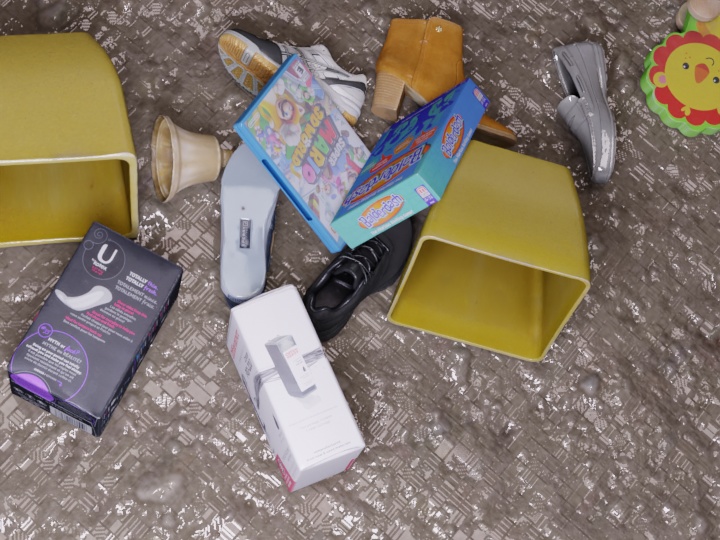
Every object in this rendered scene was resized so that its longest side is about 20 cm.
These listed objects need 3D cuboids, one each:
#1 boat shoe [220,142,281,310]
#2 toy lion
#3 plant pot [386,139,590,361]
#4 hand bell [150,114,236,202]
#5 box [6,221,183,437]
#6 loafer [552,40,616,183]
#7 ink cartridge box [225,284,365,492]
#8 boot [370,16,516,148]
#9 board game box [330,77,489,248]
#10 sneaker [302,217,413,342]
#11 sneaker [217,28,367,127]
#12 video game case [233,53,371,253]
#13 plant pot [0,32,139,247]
[{"bbox_3d":[-0.137,-0.050,1.680,0.070,0.091,0.202,7,72,-4],"label":"boat shoe"},{"bbox_3d":[0.478,-0.264,1.873,0.198,0.069,0.193,18,77,-3],"label":"toy lion"},{"bbox_3d":[0.159,-0.035,1.680,0.198,0.200,0.178,15,57,-4],"label":"plant pot"},{"bbox_3d":[-0.148,-0.139,1.723,0.198,0.104,0.105,-3,72,-22],"label":"hand bell"},{"bbox_3d":[-0.302,0.068,1.606,0.122,0.106,0.201,28,69,-1],"label":"box"},{"bbox_3d":[0.287,-0.203,1.817,0.069,0.070,0.202,-3,64,-5],"label":"loafer"},{"bbox_3d":[-0.078,0.135,1.599,0.084,0.146,0.201,-20,75,-14],"label":"ink cartridge box"},{"bbox_3d":[0.118,-0.245,1.797,0.199,0.071,0.145,16,73,2],"label":"boot"},{"bbox_3d":[0.060,-0.128,1.671,0.045,0.152,0.201,46,43,-18],"label":"board game box"},{"bbox_3d":[0.000,0.000,1.687,0.076,0.091,0.200,37,69,6],"label":"sneaker"},{"bbox_3d":[-0.083,-0.254,1.774,0.199,0.076,0.088,31,63,-8],"label":"sneaker"},{"bbox_3d":[-0.055,-0.141,1.691,0.200,0.018,0.144,52,48,-22],"label":"video game case"},{"bbox_3d":[-0.361,-0.163,1.636,0.194,0.195,0.202,-3,64,-10],"label":"plant pot"}]
